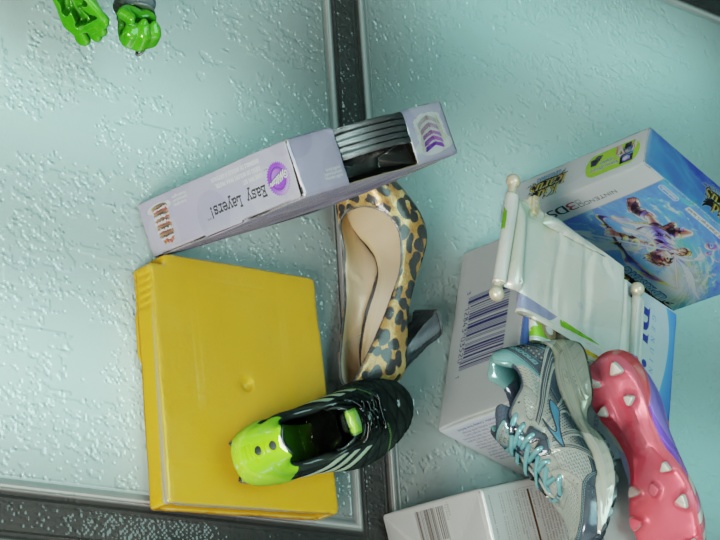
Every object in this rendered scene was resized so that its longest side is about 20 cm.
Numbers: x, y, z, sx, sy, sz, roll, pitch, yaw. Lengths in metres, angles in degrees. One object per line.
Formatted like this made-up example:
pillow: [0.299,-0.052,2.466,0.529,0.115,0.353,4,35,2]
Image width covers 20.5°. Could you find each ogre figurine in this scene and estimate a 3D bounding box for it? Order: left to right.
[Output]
ogre figurine: [-0.233,-0.249,1.528,0.198,0.099,0.120,13,48,10]

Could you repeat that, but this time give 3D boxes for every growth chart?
growth chart: [0.185,0.025,1.742,0.199,0.018,0.146,37,52,-28]

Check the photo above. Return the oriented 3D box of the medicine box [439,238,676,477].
medicine box: [0.182,0.089,1.801,0.199,0.103,0.184,29,56,-32]

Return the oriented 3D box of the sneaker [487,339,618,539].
sneaker: [0.149,0.145,1.618,0.085,0.078,0.201,2,47,-16]

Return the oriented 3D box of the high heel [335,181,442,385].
high heel: [0.000,0.000,1.677,0.142,0.071,0.202,-39,111,-51]

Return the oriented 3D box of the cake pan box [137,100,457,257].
cake pan box: [-0.048,-0.072,1.572,0.183,0.199,0.053,-21,91,-44]

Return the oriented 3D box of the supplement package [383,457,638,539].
supplement package: [0.138,0.238,1.684,0.199,0.121,0.121,-5,78,-46]

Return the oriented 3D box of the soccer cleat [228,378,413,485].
soccer cleat: [-0.015,0.126,1.567,0.199,0.081,0.068,-15,84,-46]

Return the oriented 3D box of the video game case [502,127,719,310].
video game case: [0.265,-0.037,1.873,0.199,0.181,0.046,36,53,-28]

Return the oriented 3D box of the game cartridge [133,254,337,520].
game cartridge: [-0.100,0.094,1.580,0.175,0.032,0.202,11,65,-41]

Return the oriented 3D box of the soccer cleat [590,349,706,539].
soccer cleat: [0.251,0.162,1.696,0.076,0.066,0.202,-8,73,-58]
